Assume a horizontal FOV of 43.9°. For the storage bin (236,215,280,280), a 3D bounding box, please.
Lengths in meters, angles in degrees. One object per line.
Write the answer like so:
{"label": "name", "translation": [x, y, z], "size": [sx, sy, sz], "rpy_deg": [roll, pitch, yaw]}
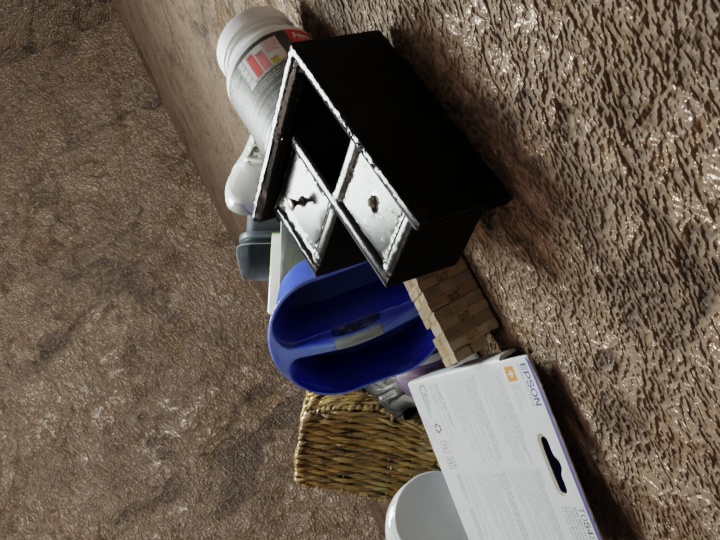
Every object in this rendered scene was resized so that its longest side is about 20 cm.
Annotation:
{"label": "storage bin", "translation": [-0.121, -0.076, 1.408], "size": [0.200, 0.142, 0.138], "rpy_deg": [105, 164, -74]}

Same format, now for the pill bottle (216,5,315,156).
{"label": "pill bottle", "translation": [-0.072, -0.181, 0.934], "size": [0.201, 0.114, 0.117], "rpy_deg": [56, 167, 34]}

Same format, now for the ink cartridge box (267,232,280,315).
{"label": "ink cartridge box", "translation": [-0.066, 0.029, 1.311], "size": [0.200, 0.066, 0.120], "rpy_deg": [41, -132, -67]}

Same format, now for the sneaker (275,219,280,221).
{"label": "sneaker", "translation": [-0.066, -0.054, 1.122], "size": [0.072, 0.081, 0.203], "rpy_deg": [91, 174, -54]}

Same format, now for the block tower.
{"label": "block tower", "translation": [0.061, -0.012, 0.851], "size": [0.203, 0.053, 0.058], "rpy_deg": [63, 168, 8]}

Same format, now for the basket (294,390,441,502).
{"label": "basket", "translation": [0.019, 0.204, 1.192], "size": [0.149, 0.195, 0.146], "rpy_deg": [-69, -12, -66]}

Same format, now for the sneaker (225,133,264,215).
{"label": "sneaker", "translation": [-0.118, -0.153, 1.105], "size": [0.081, 0.069, 0.203], "rpy_deg": [93, -165, -50]}

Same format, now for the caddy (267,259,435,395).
{"label": "caddy", "translation": [-0.004, 0.052, 0.969], "size": [0.105, 0.196, 0.144], "rpy_deg": [-100, -11, -67]}

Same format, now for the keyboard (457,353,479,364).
{"label": "keyboard", "translation": [0.125, 0.136, 1.014], "size": [0.201, 0.010, 0.057], "rpy_deg": [83, 163, -59]}

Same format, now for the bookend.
{"label": "bookend", "translation": [0.004, -0.055, 0.752], "size": [0.200, 0.091, 0.202], "rpy_deg": [56, 146, 27]}

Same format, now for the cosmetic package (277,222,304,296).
{"label": "cosmetic package", "translation": [-0.067, -0.008, 1.158], "size": [0.051, 0.081, 0.204], "rpy_deg": [108, 164, -59]}

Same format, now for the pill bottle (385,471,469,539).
{"label": "pill bottle", "translation": [0.082, 0.297, 1.008], "size": [0.114, 0.111, 0.201], "rpy_deg": [58, 167, 23]}

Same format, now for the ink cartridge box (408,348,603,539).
{"label": "ink cartridge box", "translation": [0.143, 0.177, 0.828], "size": [0.199, 0.040, 0.203], "rpy_deg": [-24, 87, 59]}

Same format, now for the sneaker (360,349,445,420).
{"label": "sneaker", "translation": [0.029, 0.140, 1.084], "size": [0.198, 0.075, 0.090], "rpy_deg": [-7, 99, 49]}
